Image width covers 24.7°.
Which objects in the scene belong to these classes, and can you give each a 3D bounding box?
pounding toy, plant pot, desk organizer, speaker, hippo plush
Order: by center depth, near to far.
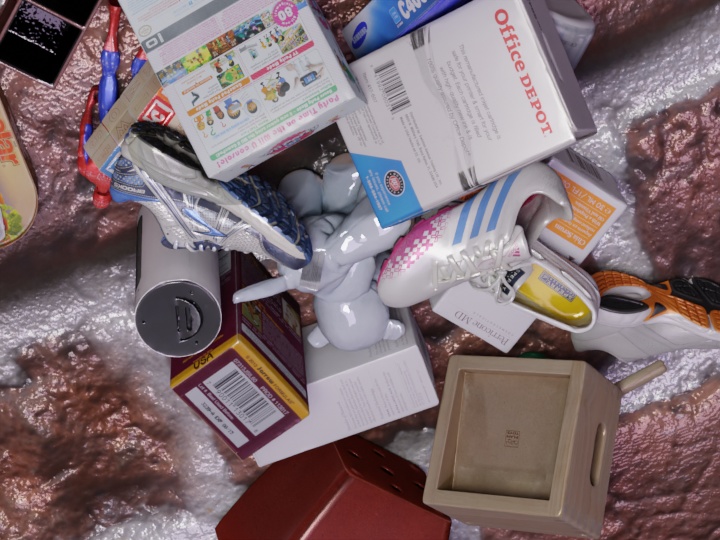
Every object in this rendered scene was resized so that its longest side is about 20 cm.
[{"bbox_3d":[-0.257,-0.268,1.462,0.071,0.077,0.201,25,113,-19],"label":"desk organizer"},{"bbox_3d":[-0.172,-0.002,1.547,0.080,0.200,0.082,-3,119,-5],"label":"speaker"},{"bbox_3d":[0.000,0.000,1.588,0.158,0.201,0.161,-10,130,24],"label":"hippo plush"},{"bbox_3d":[0.191,0.164,1.679,0.183,0.202,0.142,1,160,33],"label":"pounding toy"},{"bbox_3d":[-0.015,0.282,1.738,0.199,0.200,0.177,28,101,-20],"label":"plant pot"}]

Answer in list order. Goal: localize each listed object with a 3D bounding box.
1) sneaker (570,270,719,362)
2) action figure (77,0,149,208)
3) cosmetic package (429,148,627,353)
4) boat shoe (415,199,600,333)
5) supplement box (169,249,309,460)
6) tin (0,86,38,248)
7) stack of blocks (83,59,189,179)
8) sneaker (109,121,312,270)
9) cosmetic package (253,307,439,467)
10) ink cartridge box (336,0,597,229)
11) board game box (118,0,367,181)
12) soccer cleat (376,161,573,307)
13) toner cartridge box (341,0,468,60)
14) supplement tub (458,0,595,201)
[{"bbox_3d":[0.312,0.059,1.724,0.198,0.076,0.092,10,134,-12],"label":"sneaker"},{"bbox_3d":[-0.227,-0.151,1.545,0.065,0.052,0.201,12,110,-8],"label":"action figure"},{"bbox_3d":[0.162,-0.028,1.649,0.101,0.071,0.200,29,112,-21],"label":"cosmetic package"},{"bbox_3d":[0.141,0.002,1.568,0.201,0.086,0.075,33,110,-9],"label":"boat shoe"},{"bbox_3d":[-0.118,0.071,1.594,0.085,0.200,0.110,-34,117,14],"label":"supplement box"},{"bbox_3d":[-0.374,-0.113,1.557,0.111,0.042,0.201,-13,120,5],"label":"tin"},{"bbox_3d":[-0.147,-0.154,1.513,0.115,0.059,0.200,34,98,-36],"label":"stack of blocks"},{"bbox_3d":[-0.136,-0.051,1.478,0.199,0.077,0.085,32,113,-9],"label":"sneaker"},{"bbox_3d":[-0.029,0.110,1.679,0.199,0.113,0.082,-20,119,6],"label":"cosmetic package"},{"bbox_3d":[0.087,-0.143,1.436,0.199,0.084,0.147,-23,88,24],"label":"ink cartridge box"},{"bbox_3d":[-0.106,-0.199,1.414,0.147,0.064,0.201,-27,85,8],"label":"board game box"},{"bbox_3d":[0.105,-0.023,1.499,0.200,0.086,0.070,-39,139,3],"label":"soccer cleat"},{"bbox_3d":[0.060,-0.243,1.438,0.095,0.200,0.043,-31,90,-23],"label":"toner cartridge box"},{"bbox_3d":[0.123,-0.172,1.535,0.122,0.123,0.201,20,115,-17],"label":"supplement tub"}]
